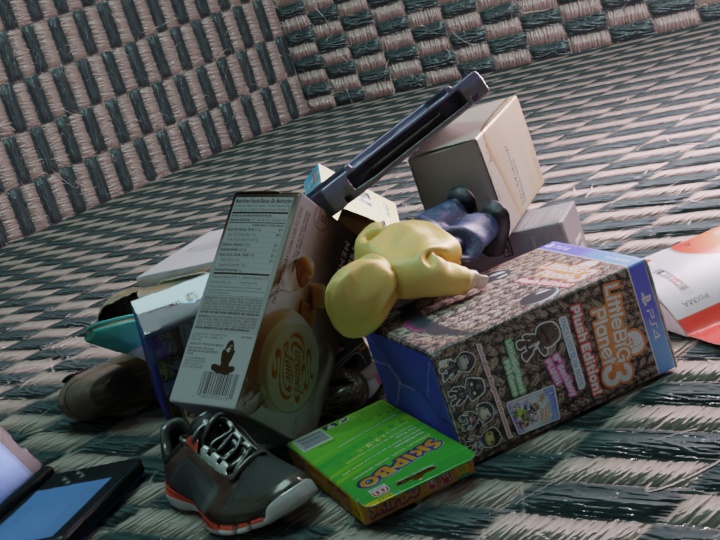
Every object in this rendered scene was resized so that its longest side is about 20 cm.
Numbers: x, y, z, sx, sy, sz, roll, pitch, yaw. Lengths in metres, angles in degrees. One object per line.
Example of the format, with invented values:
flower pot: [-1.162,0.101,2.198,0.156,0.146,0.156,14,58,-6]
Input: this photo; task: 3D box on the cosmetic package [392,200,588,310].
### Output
cosmetic package: [0.127,0.009,1.303,0.200,0.107,0.090,-15,13,21]

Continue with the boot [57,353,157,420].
boot: [-0.244,0.117,1.478,0.200,0.070,0.146,-14,-1,-32]

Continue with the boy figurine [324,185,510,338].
boy figurine: [0.049,-0.006,1.119,0.124,0.065,0.200,25,41,31]

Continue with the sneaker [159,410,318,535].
sneaker: [-0.114,0.158,1.064,0.077,0.082,0.200,-27,15,-35]

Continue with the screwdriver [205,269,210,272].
screwdriver: [-0.080,0.035,1.408,0.200,0.029,0.028,17,30,-25]

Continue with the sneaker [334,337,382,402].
sneaker: [-0.072,0.090,1.281,0.200,0.086,0.080,-13,13,25]

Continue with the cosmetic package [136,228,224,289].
cosmetic package: [-0.125,0.015,1.591,0.200,0.123,0.199,-13,13,25]

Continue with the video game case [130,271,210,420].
video game case: [-0.129,0.062,1.320,0.181,0.045,0.200,-22,-27,-14]

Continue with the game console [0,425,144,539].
game console: [-0.318,0.185,1.162,0.170,0.119,0.200,-14,14,21]

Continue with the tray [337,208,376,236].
tray: [0.000,0.000,1.328,0.037,0.099,0.200,21,0,13]

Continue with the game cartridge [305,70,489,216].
game cartridge: [0.022,-0.111,1.247,0.200,0.038,0.130,-40,9,-21]

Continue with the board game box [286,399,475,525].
board game box: [0.014,0.150,1.043,0.095,0.030,0.200,-23,11,-16]

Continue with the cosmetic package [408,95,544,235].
cosmetic package: [0.119,-0.098,1.293,0.073,0.104,0.200,-15,14,21]

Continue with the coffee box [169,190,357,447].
coffee box: [-0.077,0.043,1.157,0.080,0.114,0.200,2,67,35]

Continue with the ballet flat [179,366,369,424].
ballet flat: [-0.088,0.122,1.226,0.200,0.067,0.046,-6,9,24]

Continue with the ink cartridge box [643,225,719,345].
ink cartridge box: [0.332,0.005,1.156,0.162,0.050,0.200,-22,10,-13]

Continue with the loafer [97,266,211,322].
loafer: [-0.213,0.046,1.484,0.200,0.076,0.067,-15,10,25]

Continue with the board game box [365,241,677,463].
board game box: [0.128,0.062,1.092,0.200,0.097,0.159,-23,13,-17]

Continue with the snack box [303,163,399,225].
snack box: [-0.004,-0.040,1.531,0.037,0.116,0.200,-52,25,25]

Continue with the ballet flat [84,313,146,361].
ballet flat: [-0.189,0.065,1.392,0.200,0.071,0.067,-17,-6,-15]
